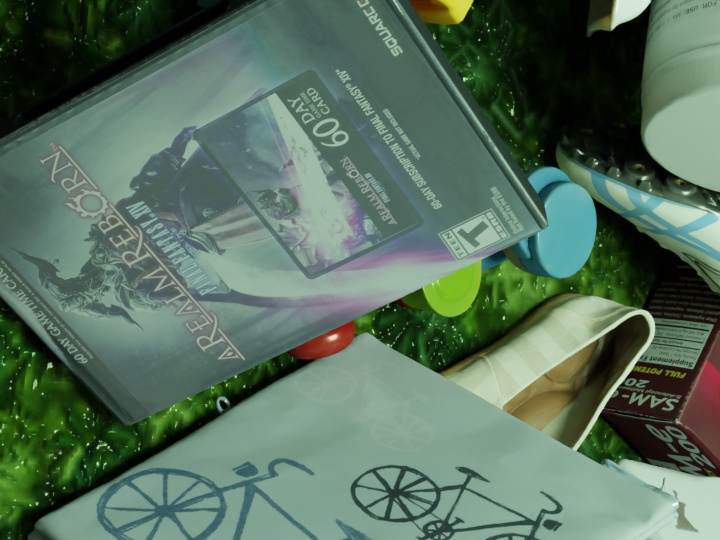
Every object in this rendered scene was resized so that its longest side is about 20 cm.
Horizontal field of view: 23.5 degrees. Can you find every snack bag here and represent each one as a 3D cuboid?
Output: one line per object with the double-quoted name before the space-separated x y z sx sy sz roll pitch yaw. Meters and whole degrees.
"snack bag" -0.002 0.103 0.704 0.200 0.188 0.021 -30 133 -37

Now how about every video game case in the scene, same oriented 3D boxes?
"video game case" -0.050 -0.027 0.658 0.143 0.200 0.019 52 21 -33

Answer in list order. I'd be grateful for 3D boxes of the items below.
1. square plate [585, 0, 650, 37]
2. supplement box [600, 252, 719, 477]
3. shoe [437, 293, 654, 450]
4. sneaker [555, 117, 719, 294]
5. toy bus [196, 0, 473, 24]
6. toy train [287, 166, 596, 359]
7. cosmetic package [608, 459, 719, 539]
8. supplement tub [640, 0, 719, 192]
"square plate" 0.135 -0.208 0.806 0.200 0.028 0.198 -56 154 -82
"supplement box" 0.222 0.026 0.983 0.109 0.061 0.200 43 66 -35
"shoe" 0.073 0.073 0.855 0.200 0.053 0.070 -40 119 -33
"sneaker" 0.188 -0.016 0.897 0.073 0.200 0.072 -64 179 36
"toy bus" 0.002 -0.160 0.728 0.200 0.136 0.192 -3 109 -45
"toy train" 0.000 0.000 0.739 0.200 0.116 0.085 -23 109 -39
"cosmetic package" 0.128 0.215 0.786 0.165 0.200 0.165 17 41 -41
"supplement tub" 0.208 -0.148 0.834 0.132 0.132 0.200 28 65 -40
